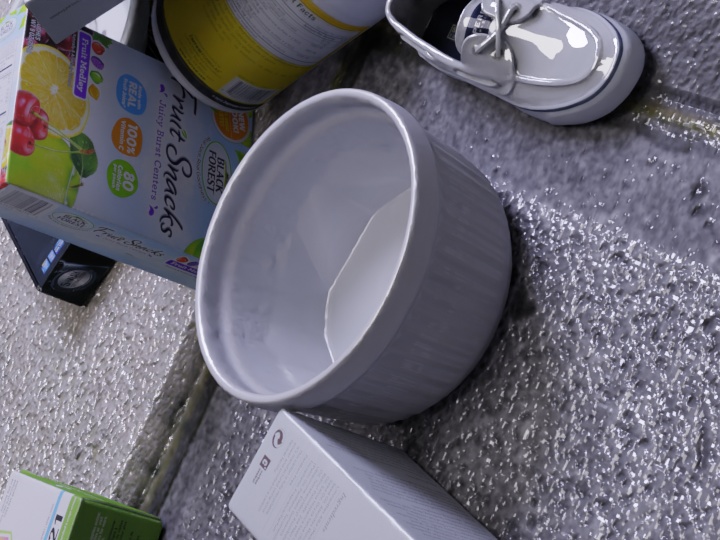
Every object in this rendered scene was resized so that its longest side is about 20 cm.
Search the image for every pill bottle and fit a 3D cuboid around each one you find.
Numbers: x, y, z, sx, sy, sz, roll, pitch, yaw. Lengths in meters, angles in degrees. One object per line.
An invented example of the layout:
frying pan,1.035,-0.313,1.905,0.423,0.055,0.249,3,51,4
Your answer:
pill bottle,-0.043,-0.199,1.306,0.200,0.112,0.112,-32,50,36

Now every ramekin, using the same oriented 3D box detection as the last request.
ramekin,0.000,0.000,1.160,0.200,0.105,0.200,-26,53,40

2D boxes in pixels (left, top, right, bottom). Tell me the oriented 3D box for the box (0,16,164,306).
box,-0.208,-0.096,1.505,0.200,0.044,0.160,-54,40,16

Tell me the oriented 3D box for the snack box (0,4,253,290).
snack box,-0.169,-0.083,1.324,0.053,0.200,0.142,-22,56,43

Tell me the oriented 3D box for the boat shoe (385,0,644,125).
boat shoe,0.086,-0.138,1.159,0.200,0.065,0.074,16,84,52

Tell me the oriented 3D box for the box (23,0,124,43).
box,-0.167,-0.251,1.300,0.156,0.041,0.200,-32,37,5

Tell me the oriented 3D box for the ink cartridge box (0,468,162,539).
ink cartridge box,-0.244,0.220,1.361,0.200,0.076,0.148,10,80,50

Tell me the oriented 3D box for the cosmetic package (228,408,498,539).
cosmetic package,0.021,0.162,1.057,0.200,0.101,0.071,39,103,52

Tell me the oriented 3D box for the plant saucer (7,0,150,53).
plant saucer,-0.216,-0.171,1.476,0.200,0.050,0.200,-26,52,40

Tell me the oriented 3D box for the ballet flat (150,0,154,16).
ballet flat,-0.142,-0.223,1.490,0.200,0.070,0.065,38,128,54
